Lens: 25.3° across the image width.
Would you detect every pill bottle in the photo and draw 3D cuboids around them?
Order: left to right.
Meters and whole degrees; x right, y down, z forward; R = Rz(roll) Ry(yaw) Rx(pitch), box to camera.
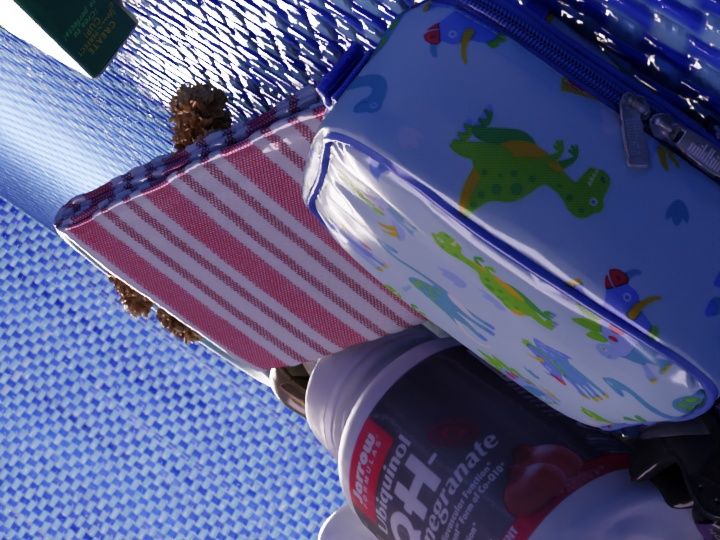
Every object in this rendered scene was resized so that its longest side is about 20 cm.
[{"bbox_3d":[0.058,0.100,0.766,0.111,0.111,0.200,43,176,-43],"label":"pill bottle"}]

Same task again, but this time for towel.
[{"bbox_3d":[-0.026,-0.017,0.743,0.199,0.030,0.146,-20,134,37],"label":"towel"}]

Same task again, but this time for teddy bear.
[{"bbox_3d":[-0.091,-0.031,0.878,0.066,0.146,0.200,2,-169,-32],"label":"teddy bear"}]

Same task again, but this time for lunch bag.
[{"bbox_3d":[0.057,-0.019,0.559,0.160,0.083,0.200,34,171,1],"label":"lunch bag"}]

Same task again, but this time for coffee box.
[{"bbox_3d":[-0.215,-0.187,0.833,0.123,0.044,0.200,28,168,42],"label":"coffee box"}]

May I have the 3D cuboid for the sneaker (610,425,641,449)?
[{"bbox_3d":[0.149,0.076,0.842,0.200,0.065,0.079,-110,8,-84],"label":"sneaker"}]

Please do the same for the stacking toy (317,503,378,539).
[{"bbox_3d":[0.072,0.165,0.909,0.198,0.147,0.146,6,180,-17],"label":"stacking toy"}]

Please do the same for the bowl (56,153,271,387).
[{"bbox_3d":[-0.112,-0.012,1.175,0.200,0.105,0.201,35,172,6],"label":"bowl"}]

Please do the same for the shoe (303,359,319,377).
[{"bbox_3d":[0.023,0.100,0.946,0.070,0.054,0.200,12,153,46],"label":"shoe"}]

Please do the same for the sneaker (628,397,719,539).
[{"bbox_3d":[0.173,0.076,0.598,0.076,0.088,0.200,38,171,-18],"label":"sneaker"}]

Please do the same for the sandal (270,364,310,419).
[{"bbox_3d":[0.015,0.126,1.057,0.199,0.054,0.080,36,-161,-12],"label":"sandal"}]

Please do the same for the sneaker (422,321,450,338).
[{"bbox_3d":[0.000,0.000,0.919,0.118,0.074,0.200,36,173,-27],"label":"sneaker"}]
